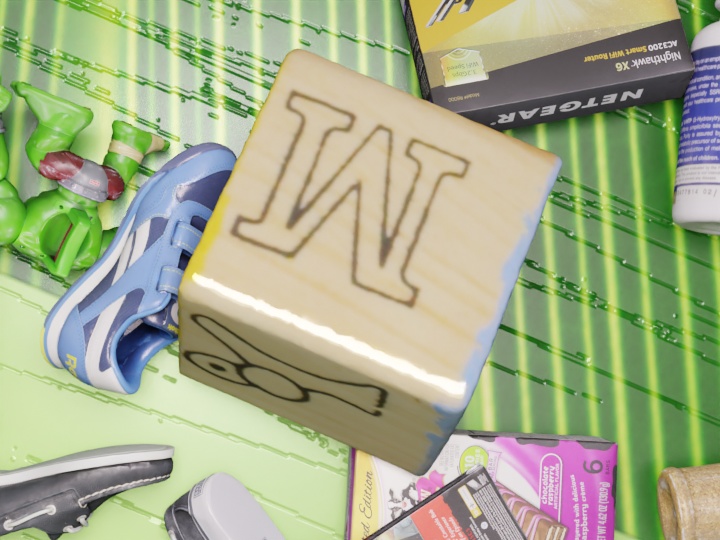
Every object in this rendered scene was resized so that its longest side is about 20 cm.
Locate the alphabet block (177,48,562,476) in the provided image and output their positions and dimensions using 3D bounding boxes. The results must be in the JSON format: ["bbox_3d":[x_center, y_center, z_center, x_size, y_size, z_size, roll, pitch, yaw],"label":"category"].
[{"bbox_3d":[0.000,0.000,1.120,0.199,0.196,0.197,23,67,2],"label":"alphabet block"}]

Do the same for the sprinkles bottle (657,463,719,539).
[{"bbox_3d":[0.329,0.172,1.229,0.198,0.068,0.069,-7,88,-5],"label":"sprinkles bottle"}]

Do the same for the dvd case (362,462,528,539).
[{"bbox_3d":[0.041,0.252,1.155,0.199,0.022,0.147,-32,92,-12],"label":"dvd case"}]

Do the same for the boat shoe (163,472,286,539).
[{"bbox_3d":[-0.074,0.247,1.193,0.068,0.072,0.200,-35,92,30],"label":"boat shoe"}]

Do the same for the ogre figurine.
[{"bbox_3d":[-0.211,-0.060,1.176,0.199,0.098,0.121,21,91,-48],"label":"ogre figurine"}]

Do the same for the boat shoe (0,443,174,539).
[{"bbox_3d":[-0.229,0.168,1.183,0.199,0.076,0.061,-10,87,7],"label":"boat shoe"}]

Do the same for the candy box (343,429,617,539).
[{"bbox_3d":[0.088,0.189,1.211,0.198,0.061,0.137,3,87,-4],"label":"candy box"}]

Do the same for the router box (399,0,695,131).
[{"bbox_3d":[0.134,-0.193,1.219,0.199,0.052,0.158,-11,72,-5],"label":"router box"}]

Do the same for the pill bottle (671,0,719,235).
[{"bbox_3d":[0.303,-0.128,1.216,0.119,0.120,0.202,7,87,-4],"label":"pill bottle"}]

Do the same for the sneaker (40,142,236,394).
[{"bbox_3d":[-0.140,0.002,1.153,0.082,0.074,0.201,32,86,34],"label":"sneaker"}]
